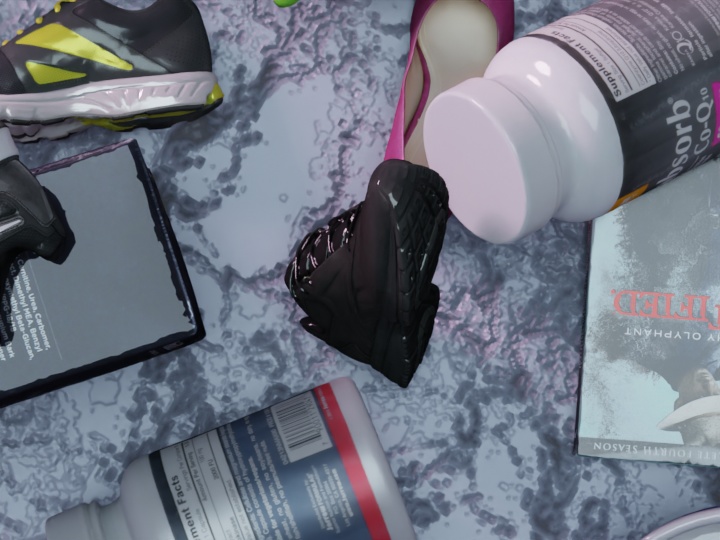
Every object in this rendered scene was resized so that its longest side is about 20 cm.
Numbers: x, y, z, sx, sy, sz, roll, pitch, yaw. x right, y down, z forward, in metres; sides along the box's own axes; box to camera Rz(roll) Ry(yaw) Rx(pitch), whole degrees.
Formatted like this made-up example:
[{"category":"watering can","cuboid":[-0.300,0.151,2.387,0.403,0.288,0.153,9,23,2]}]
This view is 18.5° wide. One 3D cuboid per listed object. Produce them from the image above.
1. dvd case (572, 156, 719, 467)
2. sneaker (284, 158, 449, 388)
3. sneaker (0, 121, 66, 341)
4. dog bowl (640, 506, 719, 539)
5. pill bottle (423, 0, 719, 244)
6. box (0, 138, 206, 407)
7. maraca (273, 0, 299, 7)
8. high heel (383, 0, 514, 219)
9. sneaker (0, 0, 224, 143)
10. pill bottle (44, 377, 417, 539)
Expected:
[{"category":"dvd case","cuboid":[0.210,0.021,1.372,0.146,0.022,0.200,5,88,-2]},{"category":"sneaker","cuboid":[0.000,0.000,1.286,0.091,0.200,0.076,19,58,8]},{"category":"sneaker","cuboid":[-0.232,0.019,1.137,0.200,0.066,0.091,-42,88,-5]},{"category":"dog bowl","cuboid":[0.229,0.239,1.313,0.200,0.079,0.201,-1,87,11]},{"category":"pill bottle","cuboid":[0.143,-0.096,1.297,0.200,0.116,0.117,-27,88,-27]},{"category":"box","cuboid":[-0.200,0.016,1.270,0.200,0.197,0.118,-19,89,-3]},{"category":"maraca","cuboid":[0.004,-0.234,1.337,0.200,0.107,0.137,-20,71,4]},{"category":"high heel","cuboid":[0.053,-0.120,1.336,0.067,0.096,0.200,20,87,-1]},{"category":"sneaker","cuboid":[-0.185,-0.126,1.348,0.200,0.074,0.085,-4,81,-11]},{"category":"pill bottle","cuboid":[-0.076,0.152,1.306,0.200,0.120,0.120,-21,88,-2]}]
